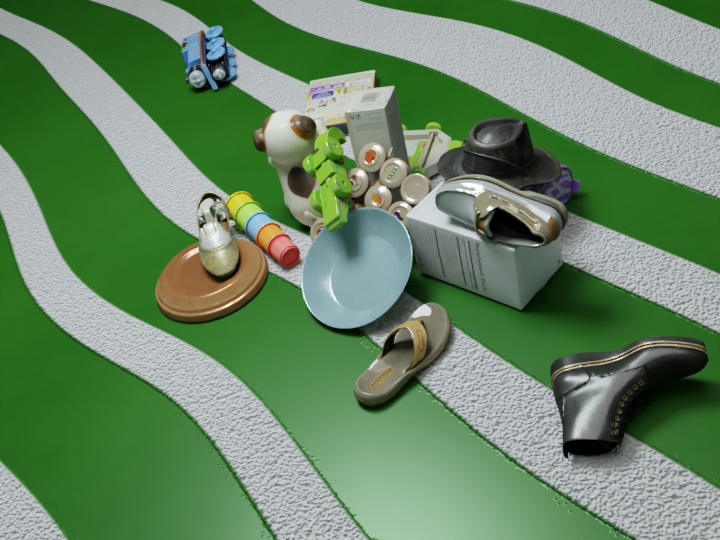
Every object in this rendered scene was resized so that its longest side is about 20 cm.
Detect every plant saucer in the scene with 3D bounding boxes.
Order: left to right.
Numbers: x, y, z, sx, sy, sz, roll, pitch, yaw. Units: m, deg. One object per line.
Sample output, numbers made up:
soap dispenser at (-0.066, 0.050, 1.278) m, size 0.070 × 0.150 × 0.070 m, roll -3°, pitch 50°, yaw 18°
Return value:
plant saucer at (-0.257, 0.006, 1.641) m, size 0.199 × 0.038 × 0.200 m, roll -10°, pitch 40°, yaw 9°
plant saucer at (0.000, 0.000, 1.512) m, size 0.200 × 0.039 × 0.202 m, roll -12°, pitch 65°, yaw 27°

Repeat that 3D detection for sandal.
sandal at (0.061, 0.112, 1.385) m, size 0.080 × 0.054 × 0.200 m, roll 21°, pitch 52°, yaw 38°

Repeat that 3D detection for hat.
hat at (0.219, -0.194, 1.508) m, size 0.200 × 0.081 × 0.201 m, roll 0°, pitch 28°, yaw 0°

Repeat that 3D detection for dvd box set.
dvd box set at (-0.040, -0.341, 1.977) m, size 0.146 × 0.029 × 0.200 m, roll -9°, pitch 39°, yaw 10°

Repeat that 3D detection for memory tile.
memory tile at (0.014, -0.094, 1.559) m, size 0.153 × 0.017 × 0.200 m, roll 39°, pitch 103°, yaw 25°

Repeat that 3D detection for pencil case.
pencil case at (0.263, -0.163, 1.623) m, size 0.085 × 0.084 × 0.200 m, roll -1°, pitch 22°, yaw -45°

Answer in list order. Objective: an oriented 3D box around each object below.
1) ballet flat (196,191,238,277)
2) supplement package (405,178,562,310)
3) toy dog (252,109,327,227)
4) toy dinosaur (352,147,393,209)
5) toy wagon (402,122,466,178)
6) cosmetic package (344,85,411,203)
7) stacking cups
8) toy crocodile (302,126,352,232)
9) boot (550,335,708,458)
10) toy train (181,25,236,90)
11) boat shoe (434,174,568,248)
ballet flat at (-0.251, -0.069, 1.647) m, size 0.070 × 0.071 × 0.200 m, roll -17°, pitch 39°, yaw 0°
supplement package at (0.190, -0.047, 1.474) m, size 0.200 × 0.120 × 0.121 m, roll 21°, pitch 51°, yaw 37°
toy dog at (-0.110, -0.187, 1.676) m, size 0.139 × 0.200 × 0.194 m, roll -7°, pitch 38°, yaw 25°
toy dinosaur at (0.002, -0.099, 1.595) m, size 0.200 × 0.106 × 0.060 m, roll -39°, pitch -10°, yaw 33°
toy wagon at (0.110, -0.213, 1.765) m, size 0.199 × 0.040 × 0.155 m, roll 1°, pitch 42°, yaw 20°
cosmetic package at (0.035, -0.200, 1.638) m, size 0.073 × 0.201 × 0.104 m, roll -3°, pitch 29°, yaw 15°
stacking cups at (-0.173, -0.067, 1.687) m, size 0.060 × 0.061 × 0.200 m, roll -29°, pitch 44°, yaw -15°
toy crocodile at (-0.045, -0.149, 1.559) m, size 0.067 × 0.062 × 0.201 m, roll -39°, pitch 47°, yaw 35°
boot at (0.344, 0.166, 1.214) m, size 0.199 × 0.078 × 0.139 m, roll -17°, pitch 41°, yaw 22°
toy train at (-0.353, -0.488, 2.230) m, size 0.114 × 0.087 × 0.200 m, roll -22°, pitch 40°, yaw 8°
boat shoe at (0.188, -0.082, 1.363) m, size 0.199 × 0.075 × 0.068 m, roll 13°, pitch 43°, yaw 30°
